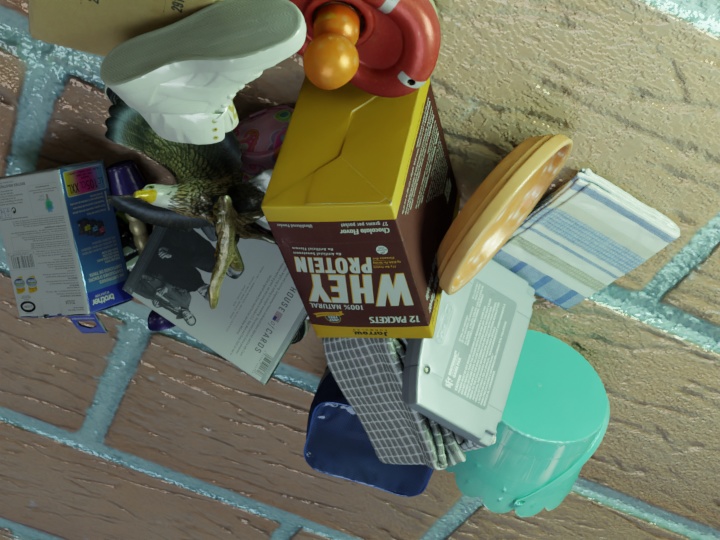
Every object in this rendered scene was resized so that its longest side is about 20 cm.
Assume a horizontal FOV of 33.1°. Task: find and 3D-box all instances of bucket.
[{"bbox_3d":[0.199,0.181,1.492,0.206,0.208,0.135,17,133,-4],"label":"bucket"}]

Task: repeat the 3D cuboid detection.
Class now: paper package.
[{"bbox_3d":[-0.206,-0.295,1.121,0.189,0.104,0.201,14,140,-2],"label":"paper package"}]

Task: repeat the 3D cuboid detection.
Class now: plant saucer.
[{"bbox_3d":[0.140,-0.063,1.236,0.037,0.200,0.201,40,141,10],"label":"plant saucer"}]

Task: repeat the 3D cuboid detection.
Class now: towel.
[{"bbox_3d":[0.048,0.140,1.424,0.165,0.085,0.201,-17,100,58],"label":"towel"},{"bbox_3d":[0.241,-0.031,1.363,0.146,0.024,0.200,27,141,-19],"label":"towel"}]

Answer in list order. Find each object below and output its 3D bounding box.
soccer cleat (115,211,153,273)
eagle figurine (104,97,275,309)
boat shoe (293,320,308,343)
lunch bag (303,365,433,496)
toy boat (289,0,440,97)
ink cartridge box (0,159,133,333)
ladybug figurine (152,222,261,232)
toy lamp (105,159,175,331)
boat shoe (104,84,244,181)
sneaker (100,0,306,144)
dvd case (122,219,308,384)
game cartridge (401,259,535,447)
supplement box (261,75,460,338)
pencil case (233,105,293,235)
[{"bbox_3d":[-0.281,-0.037,1.484,0.199,0.068,0.081,20,132,-5],"label":"soccer cleat"},{"bbox_3d":[-0.179,-0.086,1.256,0.152,0.200,0.151,-48,137,0],"label":"eagle figurine"},{"bbox_3d":[-0.129,0.040,1.523,0.074,0.066,0.200,-3,137,23],"label":"boat shoe"},{"bbox_3d":[0.032,0.198,1.616,0.199,0.133,0.137,17,126,-2],"label":"lunch bag"},{"bbox_3d":[-0.021,-0.220,1.126,0.199,0.131,0.130,24,141,-20],"label":"toy boat"},{"bbox_3d":[-0.346,-0.019,1.413,0.136,0.076,0.202,-3,100,39],"label":"ink cartridge box"},{"bbox_3d":[-0.159,-0.010,1.409,0.135,0.072,0.201,-34,93,16],"label":"ladybug figurine"},{"bbox_3d":[-0.255,-0.031,1.435,0.058,0.058,0.201,-6,110,23],"label":"toy lamp"},{"bbox_3d":[-0.195,-0.146,1.328,0.200,0.063,0.074,37,138,-23],"label":"boat shoe"},{"bbox_3d":[-0.125,-0.180,1.119,0.199,0.074,0.116,-11,147,20],"label":"sneaker"},{"bbox_3d":[-0.152,0.013,1.360,0.199,0.025,0.151,33,107,4],"label":"dvd case"},{"bbox_3d":[0.119,0.080,1.363,0.133,0.201,0.040,32,155,-27],"label":"game cartridge"},{"bbox_3d":[0.009,-0.068,1.250,0.132,0.198,0.201,0,139,18],"label":"supplement box"},{"bbox_3d":[-0.077,-0.087,1.348,0.087,0.088,0.201,-2,139,19],"label":"pencil case"}]
